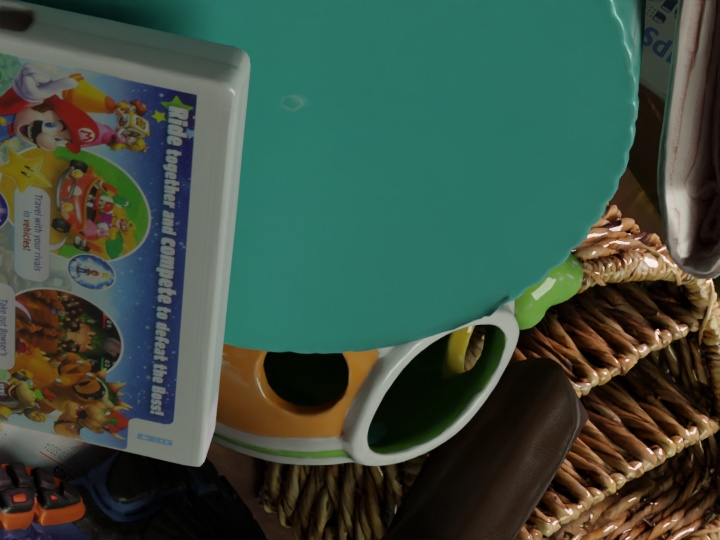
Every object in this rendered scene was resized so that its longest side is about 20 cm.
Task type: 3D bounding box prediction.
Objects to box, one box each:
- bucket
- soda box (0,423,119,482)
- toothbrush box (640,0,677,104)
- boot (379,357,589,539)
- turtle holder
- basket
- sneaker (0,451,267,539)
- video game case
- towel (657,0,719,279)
[{"bbox_3d":[-0.015,-0.086,0.665,0.135,0.207,0.207,-86,-174,-48],"label":"bucket"},{"bbox_3d":[-0.127,0.059,0.860,0.068,0.064,0.200,-48,152,-2],"label":"soda box"},{"bbox_3d":[0.145,-0.099,0.969,0.085,0.146,0.200,-54,151,8],"label":"toothbrush box"},{"bbox_3d":[0.038,0.089,0.884,0.200,0.064,0.186,-48,180,-35],"label":"boot"},{"bbox_3d":[-0.008,0.008,0.895,0.141,0.132,0.185,-51,152,2],"label":"turtle holder"},{"bbox_3d":[0.078,0.064,1.075,0.200,0.149,0.143,-26,145,-35],"label":"basket"},{"bbox_3d":[-0.095,0.107,0.840,0.078,0.075,0.200,-43,154,23],"label":"sneaker"},{"bbox_3d":[-0.132,-0.020,0.639,0.143,0.199,0.018,99,5,-45],"label":"video game case"},{"bbox_3d":[0.140,-0.122,0.650,0.200,0.032,0.191,-46,150,-39],"label":"towel"}]
